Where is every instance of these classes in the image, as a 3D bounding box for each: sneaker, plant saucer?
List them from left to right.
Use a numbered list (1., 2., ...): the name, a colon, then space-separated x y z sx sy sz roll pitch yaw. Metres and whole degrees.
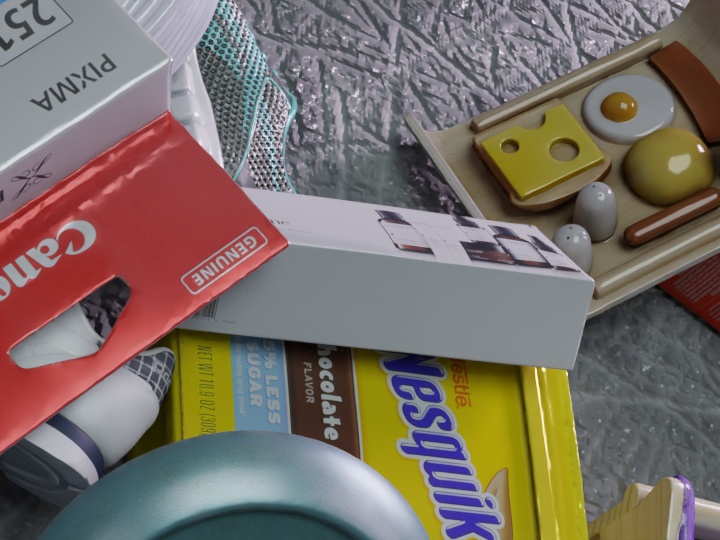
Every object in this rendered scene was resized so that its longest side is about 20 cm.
1. sneaker: -0.178 0.019 0.904 0.200 0.076 0.081 34 65 4
2. sneaker: -0.076 -0.095 1.051 0.091 0.077 0.201 13 62 -39
3. plant saucer: -0.053 0.165 0.857 0.199 0.027 0.201 -6 109 -17

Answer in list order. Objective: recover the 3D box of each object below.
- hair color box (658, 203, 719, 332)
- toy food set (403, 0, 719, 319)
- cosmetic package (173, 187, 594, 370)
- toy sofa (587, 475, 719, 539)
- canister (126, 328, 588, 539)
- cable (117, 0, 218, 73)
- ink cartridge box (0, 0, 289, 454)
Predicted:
1. hair color box: 0.250 0.003 1.166 0.200 0.061 0.102 36 53 -7
2. toy food set: 0.140 -0.070 1.093 0.199 0.061 0.144 -25 57 -14
3. cosmetic package: 0.000 0.000 0.961 0.199 0.083 0.051 7 105 -19
4. toy sofa: 0.159 0.204 0.985 0.082 0.098 0.201 16 57 -19
5. canister: -0.004 0.096 0.966 0.199 0.087 0.149 8 60 -23
6. cable: -0.165 -0.161 0.982 0.199 0.069 0.201 -25 75 -7
7. ink cartridge box: -0.157 -0.028 0.860 0.200 0.045 0.176 -36 71 -22
